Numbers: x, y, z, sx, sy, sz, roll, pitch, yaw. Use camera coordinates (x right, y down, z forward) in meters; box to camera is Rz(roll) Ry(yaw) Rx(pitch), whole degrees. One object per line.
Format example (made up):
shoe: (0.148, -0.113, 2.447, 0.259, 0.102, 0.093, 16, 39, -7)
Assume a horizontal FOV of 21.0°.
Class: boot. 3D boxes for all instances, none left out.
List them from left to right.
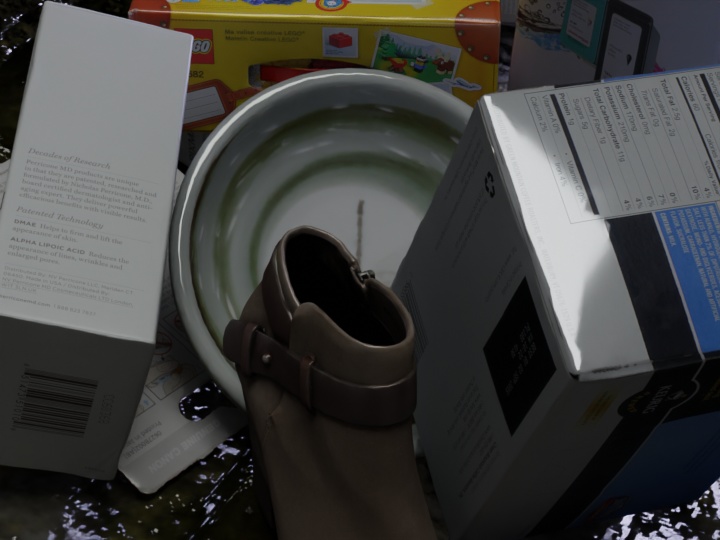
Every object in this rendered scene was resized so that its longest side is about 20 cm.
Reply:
boot: (0.002, 0.083, 0.826, 0.070, 0.147, 0.200, -17, 46, -31)

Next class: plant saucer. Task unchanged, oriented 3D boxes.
plant saucer: (0.000, 0.000, 0.972, 0.198, 0.050, 0.202, 4, 73, -13)

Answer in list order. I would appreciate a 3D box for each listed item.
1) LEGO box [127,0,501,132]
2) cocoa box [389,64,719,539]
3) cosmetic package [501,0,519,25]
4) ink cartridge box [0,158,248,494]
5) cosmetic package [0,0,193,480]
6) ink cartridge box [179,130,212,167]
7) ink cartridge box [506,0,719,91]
LEGO box: (-0.021, -0.145, 1.100, 0.198, 0.078, 0.149, 2, 36, 2)
cocoa box: (0.105, 0.020, 0.850, 0.130, 0.200, 0.134, -9, 65, -17)
cosmetic package: (0.049, -0.204, 1.224, 0.198, 0.091, 0.107, 8, 15, 0)
ink cartridge box: (-0.125, 0.020, 0.998, 0.200, 0.050, 0.161, 43, 50, 16)
cosmetic package: (-0.133, -0.017, 0.921, 0.081, 0.113, 0.201, 11, 47, -11)
ink cartridge box: (-0.054, -0.113, 1.155, 0.200, 0.057, 0.162, 35, 48, 28)
ink cartridge box: (0.187, -0.148, 1.093, 0.146, 0.201, 0.146, -28, 49, -33)
